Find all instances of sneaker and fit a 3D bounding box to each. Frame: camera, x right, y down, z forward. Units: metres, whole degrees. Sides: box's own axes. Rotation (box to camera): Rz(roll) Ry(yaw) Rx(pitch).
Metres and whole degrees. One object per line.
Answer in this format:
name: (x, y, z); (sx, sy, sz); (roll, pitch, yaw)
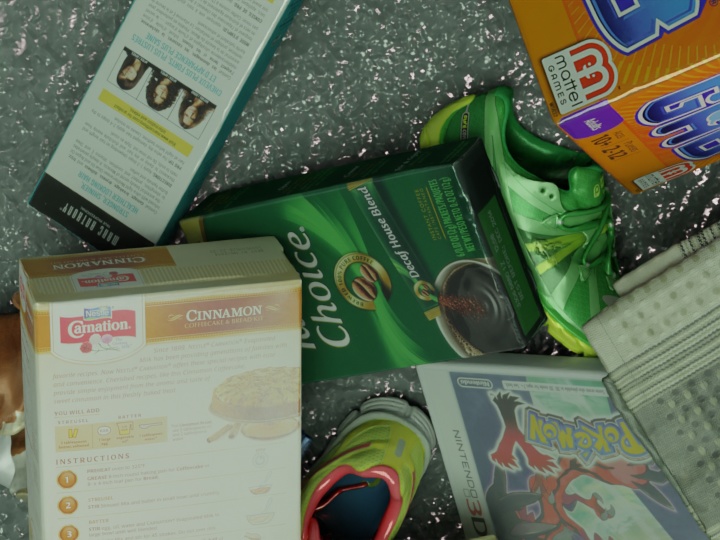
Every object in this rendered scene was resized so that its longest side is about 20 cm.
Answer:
sneaker: (0.119, -0.023, 1.426); (0.083, 0.074, 0.200); (-38, 102, 21)
sneaker: (-0.028, 0.171, 1.503); (0.078, 0.090, 0.201); (29, 111, -6)

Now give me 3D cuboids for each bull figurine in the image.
bull figurine: (-0.234, 0.074, 1.470); (0.199, 0.122, 0.065); (-7, 153, 34)

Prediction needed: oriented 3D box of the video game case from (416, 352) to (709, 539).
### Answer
video game case: (0.136, 0.135, 1.451); (0.199, 0.023, 0.184); (1, 117, 40)

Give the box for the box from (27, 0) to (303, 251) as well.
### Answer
box: (-0.112, -0.103, 1.429); (0.082, 0.049, 0.201); (33, 110, 5)

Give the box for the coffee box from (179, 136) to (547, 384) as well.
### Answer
coffee box: (0.000, 0.000, 1.427); (0.199, 0.044, 0.124); (-9, 112, 33)

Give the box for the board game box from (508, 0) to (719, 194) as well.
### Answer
board game box: (0.178, -0.183, 1.258); (0.199, 0.200, 0.202); (-22, 76, 14)

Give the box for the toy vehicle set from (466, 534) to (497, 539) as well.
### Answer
toy vehicle set: (0.052, 0.244, 1.509); (0.123, 0.027, 0.201); (-15, 134, 11)

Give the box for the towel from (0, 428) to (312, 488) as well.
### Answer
towel: (-0.142, 0.108, 1.508); (0.199, 0.024, 0.148); (31, 111, 7)

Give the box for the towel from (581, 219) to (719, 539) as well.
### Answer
towel: (0.243, 0.055, 1.337); (0.199, 0.035, 0.193); (-32, 98, 4)

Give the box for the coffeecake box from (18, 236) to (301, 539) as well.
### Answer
coffeecake box: (-0.114, 0.091, 1.404); (0.152, 0.073, 0.202); (-5, 112, -14)
